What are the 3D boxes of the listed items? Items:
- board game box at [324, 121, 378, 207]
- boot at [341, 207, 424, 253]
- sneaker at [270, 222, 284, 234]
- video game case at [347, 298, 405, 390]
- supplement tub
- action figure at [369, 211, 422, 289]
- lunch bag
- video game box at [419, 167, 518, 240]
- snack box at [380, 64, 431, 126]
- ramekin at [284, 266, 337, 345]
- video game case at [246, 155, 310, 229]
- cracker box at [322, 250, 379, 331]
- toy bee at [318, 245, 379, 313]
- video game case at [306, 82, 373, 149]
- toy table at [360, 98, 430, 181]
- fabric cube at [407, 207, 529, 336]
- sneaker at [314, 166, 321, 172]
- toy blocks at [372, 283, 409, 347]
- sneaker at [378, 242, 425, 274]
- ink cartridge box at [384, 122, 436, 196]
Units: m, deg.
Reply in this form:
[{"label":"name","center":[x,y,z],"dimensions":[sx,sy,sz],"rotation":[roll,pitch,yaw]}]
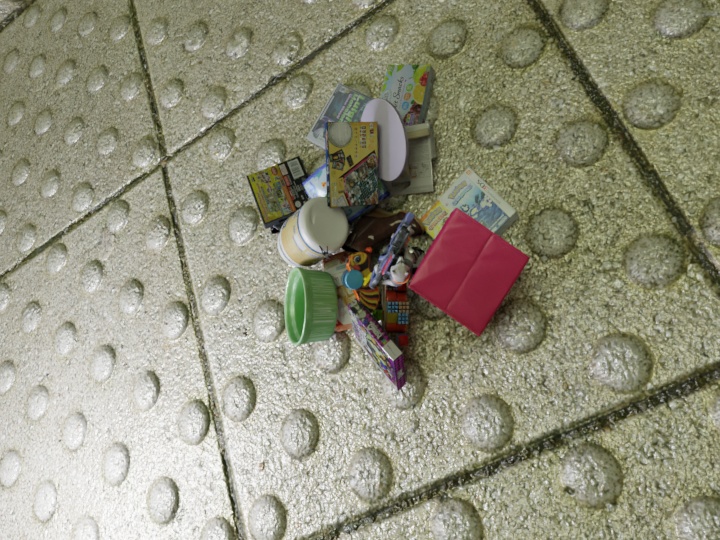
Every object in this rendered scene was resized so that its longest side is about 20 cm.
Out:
[{"label":"board game box","center":[-0.021,-0.267,1.358],"dimensions":[0.035,0.131,0.208],"rotation":[-149,57,-68]},{"label":"boot","center":[0.057,-0.089,1.430],"dimensions":[0.197,0.074,0.166],"rotation":[19,54,41]},{"label":"sneaker","center":[-0.256,-0.161,1.636],"dimensions":[0.195,0.060,0.107],"rotation":[22,81,25]},{"label":"video game case","center":[0.042,0.185,1.322],"dimensions":[0.035,0.202,0.182],"rotation":[-35,62,-14]},{"label":"supplement tub","center":[-0.133,-0.096,1.445],"dimensions":[0.199,0.141,0.150],"rotation":[-26,60,56]},{"label":"action figure","center":[0.105,-0.041,1.264],"dimensions":[0.102,0.195,0.203],"rotation":[28,117,-4]},{"label":"lunch bag","center":[-0.042,-0.224,1.483],"dimensions":[0.197,0.127,0.173],"rotation":[-33,91,13]},{"label":"video game box","center":[0.273,-0.132,1.388],"dimensions":[0.200,0.047,0.183],"rotation":[-46,60,7]},{"label":"snack box","center":[0.125,-0.484,1.551],"dimensions":[0.138,0.053,0.207],"rotation":[8,81,28]},{"label":"ramekin","center":[-0.131,0.094,1.435],"dimensions":[0.199,0.095,0.208],"rotation":[-179,90,-66]},{"label":"video game case","center":[-0.233,-0.238,1.620],"dimensions":[0.176,0.026,0.204],"rotation":[-21,61,-8]},{"label":"cracker box","center":[-0.027,0.050,1.470],"dimensions":[0.130,0.057,0.207],"rotation":[-16,70,21]},{"label":"toy bee","center":[0.000,0.000,1.337],"dimensions":[0.108,0.203,0.131],"rotation":[-35,30,-9]},{"label":"video game case","center":[-0.052,-0.453,1.644],"dimensions":[0.180,0.023,0.203],"rotation":[32,90,29]},{"label":"toy table","center":[0.083,-0.343,1.418],"dimensions":[0.178,0.116,0.208],"rotation":[2,102,28]},{"label":"fabric cube","center":[0.240,0.002,1.242],"dimensions":[0.197,0.196,0.203],"rotation":[33,94,4]},{"label":"sneaker","center":[-0.082,-0.218,1.563],"dimensions":[0.084,0.077,0.207],"rotation":[-15,70,16]},{"label":"toy blocks","center":[0.085,0.100,1.330],"dimensions":[0.096,0.137,0.208],"rotation":[1,89,-6]},{"label":"sneaker","center":[0.136,-0.036,1.408],"dimensions":[0.194,0.074,0.092],"rotation":[2,78,25]},{"label":"ink cartridge box","center":[0.115,-0.303,1.501],"dimensions":[0.194,0.044,0.183],"rotation":[-1,101,30]}]
